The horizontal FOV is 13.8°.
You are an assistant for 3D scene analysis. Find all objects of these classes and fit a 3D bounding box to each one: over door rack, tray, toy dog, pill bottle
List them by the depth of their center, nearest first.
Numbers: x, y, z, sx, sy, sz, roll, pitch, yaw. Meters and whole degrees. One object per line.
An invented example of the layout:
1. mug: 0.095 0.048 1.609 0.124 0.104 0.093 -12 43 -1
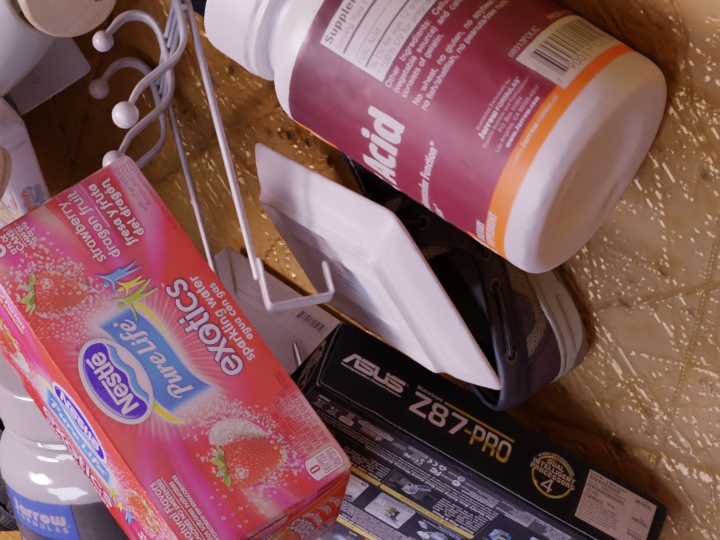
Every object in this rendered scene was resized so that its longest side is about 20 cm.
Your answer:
1. pill bottle: 0.032 -0.096 1.392 0.200 0.114 0.114 34 138 19
2. toy dog: -0.203 -0.120 1.467 0.096 0.200 0.132 30 179 -28
3. tray: 0.000 0.000 1.472 0.107 0.022 0.200 59 169 -22
4. over door rack: -0.089 -0.042 1.517 0.200 0.067 0.148 63 165 12
5. pill bottle: -0.134 0.126 1.628 0.114 0.114 0.200 13 129 36

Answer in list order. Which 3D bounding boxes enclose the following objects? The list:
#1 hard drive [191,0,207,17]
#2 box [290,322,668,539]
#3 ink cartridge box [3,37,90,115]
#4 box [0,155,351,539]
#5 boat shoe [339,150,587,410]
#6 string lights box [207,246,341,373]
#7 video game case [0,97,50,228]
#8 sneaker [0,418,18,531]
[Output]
1. hard drive: -0.075 -0.218 1.452 0.135 0.042 0.200 34 140 19
2. box: 0.037 0.123 1.555 0.200 0.049 0.161 29 143 -9
3. ink cartridge box: -0.217 -0.138 1.628 0.109 0.050 0.200 59 165 -10
4. box: -0.100 0.058 1.464 0.200 0.095 0.100 54 162 15
5. boat shoe: 0.038 -0.020 1.484 0.072 0.065 0.200 -22 104 49
6. string lights box: -0.066 0.094 1.677 0.103 0.059 0.200 33 138 18
7. video game case: -0.226 -0.078 1.637 0.200 0.023 0.182 45 162 32
8. sneaker: -0.209 0.079 1.790 0.114 0.076 0.200 6 127 38
